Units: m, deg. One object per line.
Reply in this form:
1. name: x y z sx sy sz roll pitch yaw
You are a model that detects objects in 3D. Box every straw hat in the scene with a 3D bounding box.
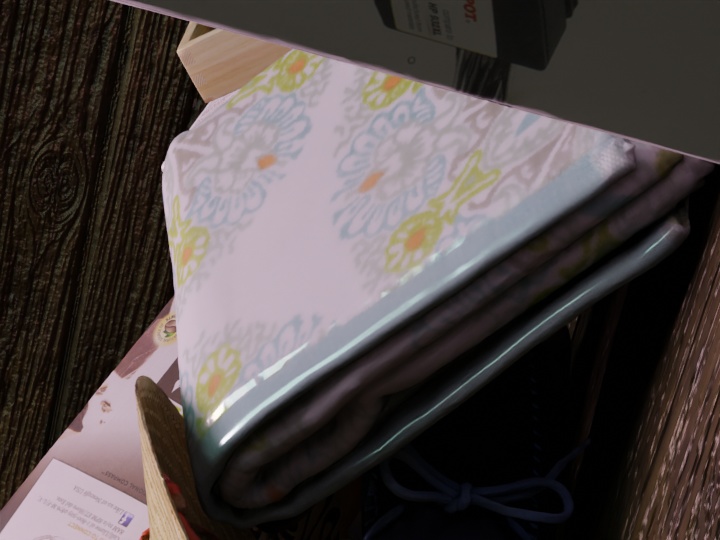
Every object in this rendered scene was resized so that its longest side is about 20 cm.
1. straw hat: -0.068 0.136 0.792 0.202 0.085 0.201 62 180 1

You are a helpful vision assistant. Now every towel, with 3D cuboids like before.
1. towel: 0.017 -0.028 0.776 0.199 0.048 0.172 -35 36 21

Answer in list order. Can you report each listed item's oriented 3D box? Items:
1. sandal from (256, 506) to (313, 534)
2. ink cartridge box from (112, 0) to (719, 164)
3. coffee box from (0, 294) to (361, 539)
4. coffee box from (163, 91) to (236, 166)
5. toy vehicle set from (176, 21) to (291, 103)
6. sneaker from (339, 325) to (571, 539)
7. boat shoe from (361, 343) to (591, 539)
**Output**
1. sandal: 0.000 0.000 0.863 0.201 0.054 0.082 -59 7 7
2. ink cartridge box: 0.026 -0.106 0.596 0.145 0.199 0.084 -84 10 -67
3. coffee box: -0.078 0.118 0.934 0.200 0.080 0.113 -51 -46 -13
4. coffee box: 0.001 -0.067 1.093 0.080 0.113 0.200 -30 16 30
5. toy vehicle set: 0.023 -0.143 1.005 0.027 0.199 0.124 62 -164 -20
6. sneaker: 0.039 0.104 0.880 0.087 0.075 0.201 50 128 43
7. boat shoe: 0.039 0.097 0.792 0.069 0.083 0.202 -71 -23 -86
